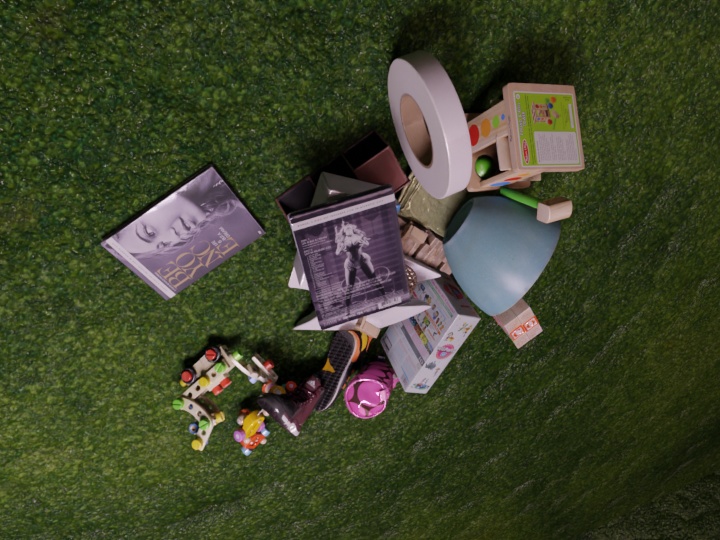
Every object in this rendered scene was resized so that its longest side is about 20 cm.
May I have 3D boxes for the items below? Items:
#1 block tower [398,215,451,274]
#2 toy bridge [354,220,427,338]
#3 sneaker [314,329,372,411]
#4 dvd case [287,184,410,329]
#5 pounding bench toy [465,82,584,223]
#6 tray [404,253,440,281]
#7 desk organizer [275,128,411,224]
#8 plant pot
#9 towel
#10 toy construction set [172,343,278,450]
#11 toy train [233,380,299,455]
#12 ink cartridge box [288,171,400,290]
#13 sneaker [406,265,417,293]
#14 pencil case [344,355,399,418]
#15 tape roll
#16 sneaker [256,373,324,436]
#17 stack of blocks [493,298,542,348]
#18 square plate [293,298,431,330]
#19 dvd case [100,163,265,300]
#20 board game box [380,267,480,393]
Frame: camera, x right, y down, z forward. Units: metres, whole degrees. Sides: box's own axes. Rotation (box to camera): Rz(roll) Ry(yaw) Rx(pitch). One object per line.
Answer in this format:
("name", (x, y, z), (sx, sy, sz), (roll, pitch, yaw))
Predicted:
("block tower", (0.104, -0.056, 1.010), (0.198, 0.054, 0.058), (25, 113, -38))
("toy bridge", (0.041, 0.006, 0.918), (0.067, 0.027, 0.202), (31, 79, -22))
("sneaker", (-0.036, 0.207, 1.139), (0.089, 0.070, 0.202), (-1, 125, -49))
("dvd case", (-0.010, -0.014, 0.806), (0.146, 0.016, 0.202), (-17, 126, -6))
("pounding bench toy", (0.247, -0.165, 0.875), (0.122, 0.156, 0.204), (-6, 87, -22))
("tray", (0.045, -0.019, 1.005), (0.198, 0.023, 0.107), (22, 157, -37))
("desk organizer", (-0.030, -0.126, 0.876), (0.199, 0.072, 0.077), (-35, 132, 3))
("plant pot", (0.218, -0.046, 0.936), (0.134, 0.201, 0.201), (33, 112, -6))
("towel", (0.155, -0.134, 0.971), (0.198, 0.036, 0.150), (21, 105, -39))
("toy construction set", (-0.252, 0.212, 1.005), (0.199, 0.132, 0.092), (-38, 172, -5))
("toy train", (-0.198, 0.293, 1.151), (0.200, 0.056, 0.150), (-47, 160, 1))
("ink cartridge box", (-0.030, -0.034, 0.848), (0.114, 0.068, 0.202), (9, 119, -22))
("sneaker", (0.000, 0.000, 0.971), (0.197, 0.076, 0.072), (10, 98, -15))
("pencil case", (0.027, 0.235, 1.123), (0.092, 0.200, 0.093), (0, 92, 9))
("tape roll", (0.094, -0.202, 0.785), (0.037, 0.204, 0.205), (-22, 133, -9))
("sneaker", (-0.123, 0.235, 1.048), (0.116, 0.075, 0.201), (-49, 162, -18))
("stack of blocks", (0.266, 0.053, 1.079), (0.058, 0.201, 0.115), (-37, 133, 6))
("square plate", (-0.002, 0.078, 1.024), (0.195, 0.029, 0.200), (3, 162, -27))
("dvd case", (-0.266, -0.052, 0.854), (0.198, 0.016, 0.149), (-33, 134, 2))
("board game box", (0.131, 0.118, 1.102), (0.063, 0.148, 0.202), (12, 121, -32))
